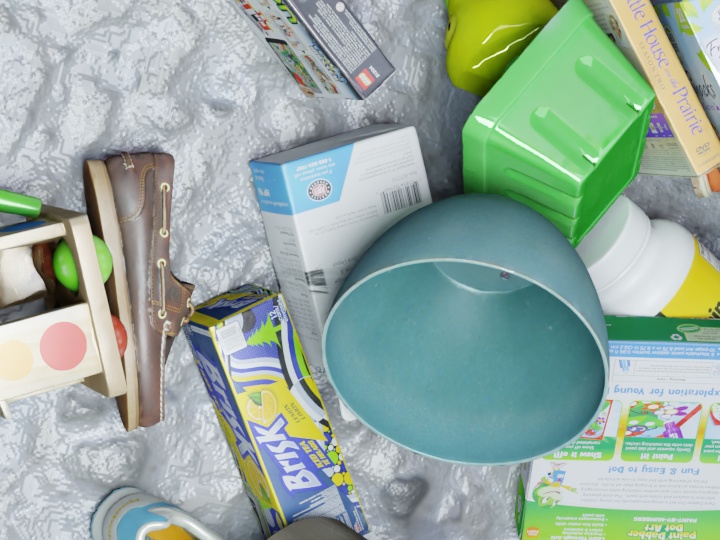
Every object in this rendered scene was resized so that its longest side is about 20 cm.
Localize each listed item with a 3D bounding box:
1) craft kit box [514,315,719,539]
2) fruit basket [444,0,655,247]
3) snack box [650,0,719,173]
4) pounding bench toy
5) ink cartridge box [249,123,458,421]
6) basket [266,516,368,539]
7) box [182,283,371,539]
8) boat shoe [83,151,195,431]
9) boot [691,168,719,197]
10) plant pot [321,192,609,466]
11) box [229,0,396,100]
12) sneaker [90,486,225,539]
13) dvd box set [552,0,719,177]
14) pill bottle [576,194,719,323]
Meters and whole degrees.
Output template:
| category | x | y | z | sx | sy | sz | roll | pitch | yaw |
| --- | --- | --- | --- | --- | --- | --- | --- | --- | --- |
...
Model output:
| category | x | y | z | sx | sy | sz | roll | pitch | yaw |
| --- | --- | --- | --- | --- | --- | --- | --- | --- | --- |
| craft kit box | 0.231 | 0.129 | 1.478 | 0.200 | 0.049 | 0.198 | 3 | 118 | -4 |
| fruit basket | 0.117 | -0.134 | 1.412 | 0.216 | 0.216 | 0.156 | 46 | 77 | -22 |
| snack box | 0.292 | -0.125 | 1.411 | 0.068 | 0.169 | 0.200 | -26 | 96 | 1 |
| pounding bench toy | -0.253 | -0.004 | 1.272 | 0.156 | 0.124 | 0.200 | -16 | 102 | -22 |
| ink cartridge box | 0.000 | 0.000 | 1.418 | 0.116 | 0.068 | 0.200 | -18 | 102 | -23 |
| basket | 0.007 | 0.271 | 1.312 | 0.136 | 0.200 | 0.181 | -2 | 119 | -39 |
| box | -0.064 | 0.114 | 1.401 | 0.064 | 0.070 | 0.200 | -25 | 106 | -21 |
| boat shoe | -0.152 | 0.014 | 1.349 | 0.070 | 0.070 | 0.200 | -7 | 99 | -19 |
| boot | 0.320 | -0.153 | 1.519 | 0.107 | 0.075 | 0.200 | 11 | 94 | 18 |
| plant pot | 0.084 | 0.023 | 1.336 | 0.200 | 0.200 | 0.135 | 42 | 39 | -22 |
| box | -0.066 | -0.207 | 1.342 | 0.035 | 0.110 | 0.200 | -45 | 112 | -14 |
| sneaker | -0.109 | 0.237 | 1.390 | 0.200 | 0.081 | 0.077 | 37 | 79 | -26 |
| dvd box set | 0.200 | -0.166 | 1.427 | 0.029 | 0.146 | 0.200 | -29 | 97 | -7 |
| pill bottle | 0.250 | 0.032 | 1.511 | 0.200 | 0.112 | 0.113 | 40 | 79 | -23 |
